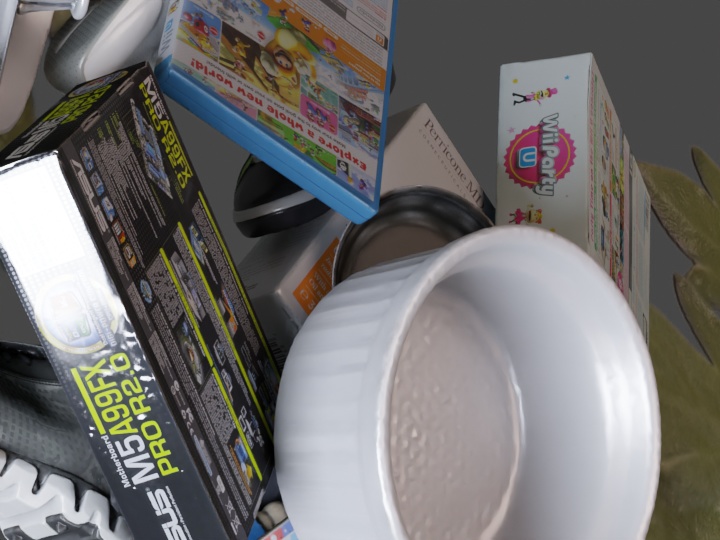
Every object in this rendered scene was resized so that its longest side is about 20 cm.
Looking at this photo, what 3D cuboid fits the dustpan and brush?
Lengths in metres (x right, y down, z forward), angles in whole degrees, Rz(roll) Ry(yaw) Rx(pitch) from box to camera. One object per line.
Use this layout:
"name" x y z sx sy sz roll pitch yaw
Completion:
"dustpan and brush" -0.158 -0.175 0.846 0.057 0.140 0.200 7 37 -21

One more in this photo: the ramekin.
"ramekin" 0.051 0.082 0.812 0.200 0.098 0.201 6 81 -41

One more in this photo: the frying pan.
"frying pan" 0.033 0.048 0.891 0.114 0.031 0.191 6 80 -24

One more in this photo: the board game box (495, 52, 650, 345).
"board game box" 0.145 -0.027 1.084 0.200 0.064 0.148 55 35 -57

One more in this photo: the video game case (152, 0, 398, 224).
"video game case" -0.040 -0.136 0.899 0.143 0.018 0.201 34 42 -29

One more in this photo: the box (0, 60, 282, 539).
"box" -0.097 0.018 0.758 0.160 0.044 0.201 -73 143 -68

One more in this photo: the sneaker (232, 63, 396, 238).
"sneaker" -0.041 -0.098 0.957 0.083 0.071 0.200 59 31 -27

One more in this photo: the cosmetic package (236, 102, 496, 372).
"cosmetic package" 0.000 0.000 0.964 0.102 0.071 0.200 54 43 -18

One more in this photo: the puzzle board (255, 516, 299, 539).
"puzzle board" -0.034 0.243 0.794 0.150 0.017 0.200 -35 96 -24

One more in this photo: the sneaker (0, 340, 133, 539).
"sneaker" -0.173 0.063 0.758 0.200 0.066 0.091 42 45 -34

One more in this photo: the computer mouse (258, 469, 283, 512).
"computer mouse" -0.029 0.163 0.898 0.059 0.034 0.201 -36 103 -49

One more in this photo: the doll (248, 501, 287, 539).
"doll" -0.044 0.186 0.841 0.199 0.048 0.137 15 65 -26

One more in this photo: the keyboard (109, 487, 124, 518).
"keyboard" -0.102 0.047 0.832 0.127 0.021 0.201 52 25 -59

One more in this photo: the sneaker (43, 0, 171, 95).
"sneaker" -0.098 -0.141 0.912 0.080 0.070 0.200 59 42 -17
